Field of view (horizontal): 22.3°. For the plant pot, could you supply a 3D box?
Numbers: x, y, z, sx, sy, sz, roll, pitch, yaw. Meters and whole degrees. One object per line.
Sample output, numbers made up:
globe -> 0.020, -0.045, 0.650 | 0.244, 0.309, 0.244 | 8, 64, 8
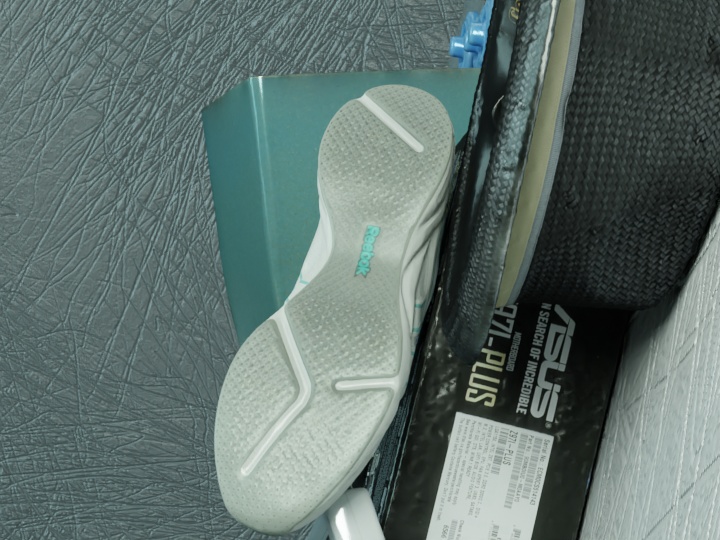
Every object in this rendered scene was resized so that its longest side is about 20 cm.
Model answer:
plant pot -> 0.000, 0.000, 1.003 | 0.141, 0.140, 0.202 | 169, 97, -74

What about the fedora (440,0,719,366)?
fedora -> 0.091, -0.057, 0.692 | 0.201, 0.091, 0.203 | -169, 90, -89

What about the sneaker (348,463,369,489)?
sneaker -> -0.034, 0.041, 1.096 | 0.080, 0.086, 0.202 | -35, 55, 40

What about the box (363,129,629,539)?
box -> 0.063, 0.044, 0.857 | 0.164, 0.085, 0.202 | 127, 157, -83

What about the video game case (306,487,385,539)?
video game case -> 0.013, 0.202, 0.792 | 0.200, 0.023, 0.183 | 110, 142, -69

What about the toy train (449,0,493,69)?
toy train -> 0.098, -0.099, 1.092 | 0.200, 0.086, 0.116 | -134, 49, -85

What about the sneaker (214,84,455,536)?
sneaker -> -0.001, 0.024, 0.761 | 0.080, 0.070, 0.202 | 77, -149, -59

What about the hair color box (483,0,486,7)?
hair color box -> 0.107, -0.128, 1.308 | 0.099, 0.060, 0.202 | 110, 173, -72
